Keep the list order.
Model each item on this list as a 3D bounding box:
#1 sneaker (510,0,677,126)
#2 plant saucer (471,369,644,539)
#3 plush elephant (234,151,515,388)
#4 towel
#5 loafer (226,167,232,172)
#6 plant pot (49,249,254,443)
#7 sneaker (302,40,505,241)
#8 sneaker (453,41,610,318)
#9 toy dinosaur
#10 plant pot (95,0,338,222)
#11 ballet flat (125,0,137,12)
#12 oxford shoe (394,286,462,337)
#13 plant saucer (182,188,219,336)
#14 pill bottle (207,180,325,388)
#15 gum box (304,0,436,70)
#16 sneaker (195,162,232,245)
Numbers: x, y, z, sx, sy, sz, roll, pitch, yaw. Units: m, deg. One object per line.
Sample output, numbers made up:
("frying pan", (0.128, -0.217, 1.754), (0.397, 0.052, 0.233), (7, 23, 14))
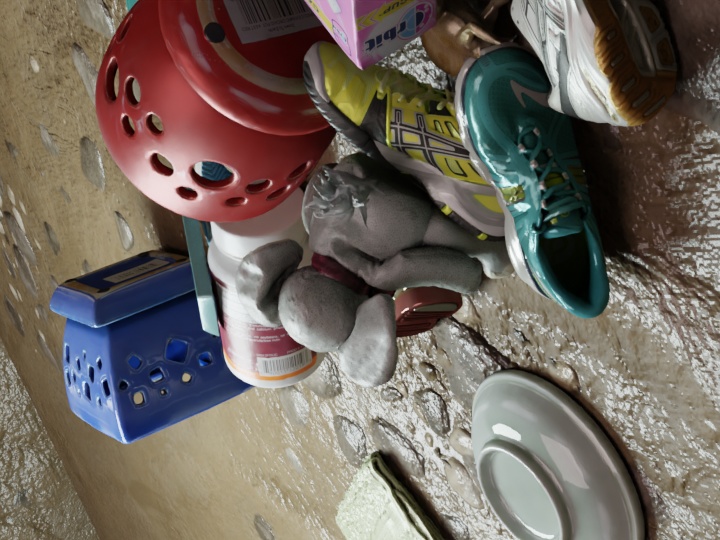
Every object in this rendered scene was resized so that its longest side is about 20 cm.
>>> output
("sneaker", (0.115, -0.178, 0.691), (0.087, 0.075, 0.202), (10, 124, 56))
("plant saucer", (0.152, 0.184, 1.003), (0.200, 0.050, 0.202), (40, 146, 34))
("plush elephant", (0.000, 0.000, 0.895), (0.164, 0.199, 0.156), (39, 111, 26))
("towel", (0.031, 0.301, 1.339), (0.149, 0.036, 0.201), (52, 152, 19))
("loafer", (-0.128, -0.183, 1.116), (0.067, 0.076, 0.201), (13, 136, 54))
("plant pot", (-0.272, 0.083, 1.492), (0.199, 0.198, 0.182), (10, 117, 57))
("sneaker", (0.050, -0.108, 0.843), (0.199, 0.076, 0.077), (34, 126, -8))
("sneaker", (0.124, -0.057, 0.776), (0.201, 0.077, 0.080), (64, 180, -26))
("toy dinosaur", (0.056, -0.184, 0.808), (0.200, 0.058, 0.102), (49, 152, 23))
("plant pot", (-0.096, -0.160, 0.944), (0.202, 0.199, 0.182), (60, 148, 1))
("ballet flat", (-0.167, -0.304, 1.035), (0.068, 0.063, 0.202), (20, 118, 23))
("oxford shoe", (0.035, 0.017, 1.049), (0.200, 0.070, 0.076), (147, 117, -63))
("plant saucer", (-0.173, -0.030, 1.224), (0.070, 0.019, 0.202), (90, 168, -52))
("pill bottle", (-0.095, 0.012, 1.193), (0.114, 0.114, 0.202), (38, 145, 37))
("gum box", (-0.031, -0.246, 0.768), (0.201, 0.066, 0.114), (53, 166, 25))
("sneaker", (-0.143, -0.085, 1.229), (0.081, 0.076, 0.202), (43, 145, 44))
